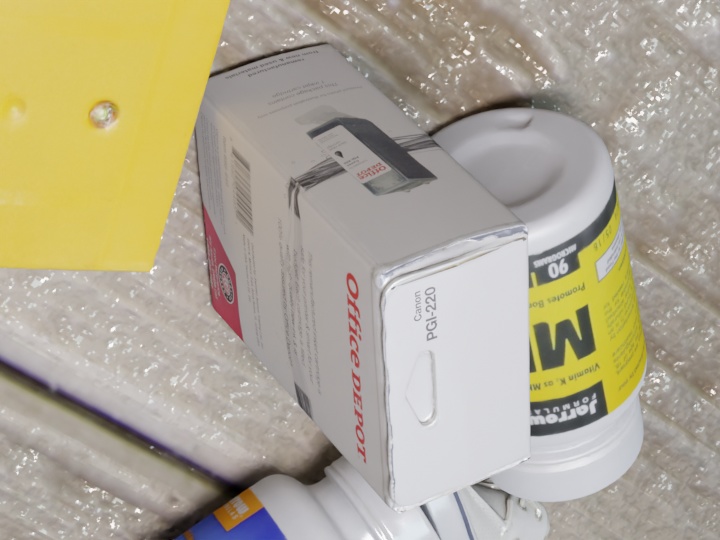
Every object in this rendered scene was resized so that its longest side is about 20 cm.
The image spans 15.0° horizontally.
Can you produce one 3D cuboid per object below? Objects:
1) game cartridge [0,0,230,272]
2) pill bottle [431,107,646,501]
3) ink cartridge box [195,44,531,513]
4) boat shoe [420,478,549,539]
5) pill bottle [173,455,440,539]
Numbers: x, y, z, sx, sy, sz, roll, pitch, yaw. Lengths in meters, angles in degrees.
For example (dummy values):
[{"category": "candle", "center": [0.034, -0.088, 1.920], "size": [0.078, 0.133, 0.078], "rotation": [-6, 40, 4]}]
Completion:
[{"category": "game cartridge", "center": [-0.170, -0.083, 1.296], "size": [0.200, 0.032, 0.177], "rotation": [3, 118, -30]}, {"category": "pill bottle", "center": [0.093, 0.022, 1.468], "size": [0.114, 0.114, 0.200], "rotation": [-27, 130, -13]}, {"category": "ink cartridge box", "center": [0.000, 0.000, 1.338], "size": [0.085, 0.200, 0.146], "rotation": [-19, 128, -20]}, {"category": "boat shoe", "center": [0.073, 0.149, 1.572], "size": [0.070, 0.071, 0.200], "rotation": [-35, 134, -7]}, {"category": "pill bottle", "center": [-0.056, 0.182, 1.487], "size": [0.200, 0.112, 0.112], "rotation": [-35, 132, -7]}]
